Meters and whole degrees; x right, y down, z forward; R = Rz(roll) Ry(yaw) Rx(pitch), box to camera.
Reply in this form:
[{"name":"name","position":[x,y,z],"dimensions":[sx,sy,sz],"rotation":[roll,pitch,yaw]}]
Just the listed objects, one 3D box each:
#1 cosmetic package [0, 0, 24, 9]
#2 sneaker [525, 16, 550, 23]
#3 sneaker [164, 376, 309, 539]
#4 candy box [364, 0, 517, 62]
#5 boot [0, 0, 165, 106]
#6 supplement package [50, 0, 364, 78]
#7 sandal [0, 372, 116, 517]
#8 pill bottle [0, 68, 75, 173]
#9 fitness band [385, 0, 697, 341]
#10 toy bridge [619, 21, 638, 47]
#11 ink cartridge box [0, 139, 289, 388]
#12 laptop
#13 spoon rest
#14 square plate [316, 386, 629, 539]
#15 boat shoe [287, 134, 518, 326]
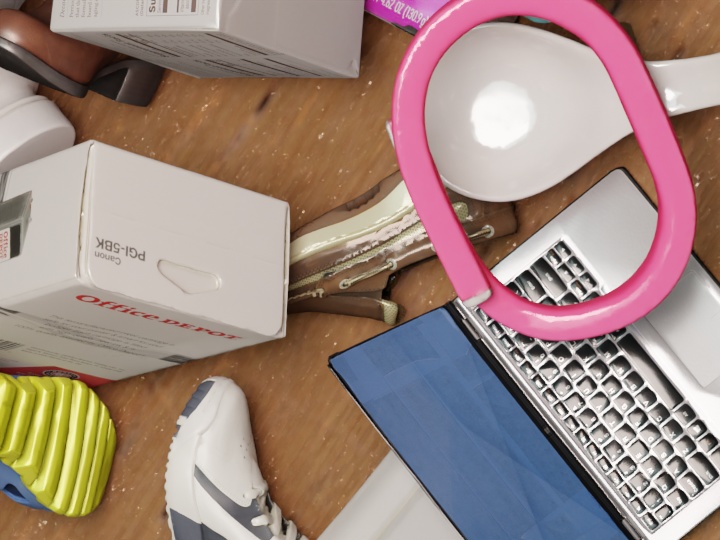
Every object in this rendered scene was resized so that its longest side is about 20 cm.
[{"name":"cosmetic package","position":[-0.237,-0.162,1.528],"dimensions":[0.074,0.102,0.200],"rotation":[30,62,5]},{"name":"sneaker","position":[0.163,-0.190,1.481],"dimensions":[0.199,0.078,0.080],"rotation":[-28,38,-4]},{"name":"sneaker","position":[-0.042,0.163,1.567],"dimensions":[0.129,0.079,0.200],"rotation":[2,90,17]},{"name":"candy box","position":[0.055,-0.235,1.550],"dimensions":[0.136,0.061,0.201],"rotation":[28,97,17]},{"name":"boot","position":[-0.137,-0.198,1.546],"dimensions":[0.068,0.188,0.201],"rotation":[23,98,28]},{"name":"supplement package","position":[-0.076,-0.215,1.483],"dimensions":[0.110,0.156,0.201],"rotation":[2,85,29]},{"name":"sandal","position":[-0.219,0.089,1.572],"dimensions":[0.087,0.200,0.080],"rotation":[3,71,35]},{"name":"pill bottle","position":[-0.265,-0.131,1.625],"dimensions":[0.112,0.112,0.200],"rotation":[-44,77,13]},{"name":"fitness band","position":[0.097,-0.058,1.442],"dimensions":[0.143,0.037,0.201],"rotation":[-24,101,7]},{"name":"toy bridge","position":[0.235,-0.137,1.508],"dimensions":[0.199,0.027,0.068],"rotation":[-20,86,17]},{"name":"ink cartridge box","position":[-0.155,0.001,1.525],"dimensions":[0.200,0.146,0.083],"rotation":[-15,65,46]},{"name":"laptop","position":[0.121,0.065,1.476],"dimensions":[0.200,0.116,0.187],"rotation":[-39,79,1]},{"name":"spoon rest","position":[0.124,-0.096,1.487],"dimensions":[0.199,0.061,0.100],"rotation":[-10,96,10]},{"name":"square plate","position":[0.069,0.191,1.481],"dimensions":[0.200,0.028,0.198],"rotation":[42,67,-2]},{"name":"boat shoe","position":[-0.001,0.000,1.560],"dimensions":[0.202,0.075,0.075],"rotation":[-30,86,15]}]
